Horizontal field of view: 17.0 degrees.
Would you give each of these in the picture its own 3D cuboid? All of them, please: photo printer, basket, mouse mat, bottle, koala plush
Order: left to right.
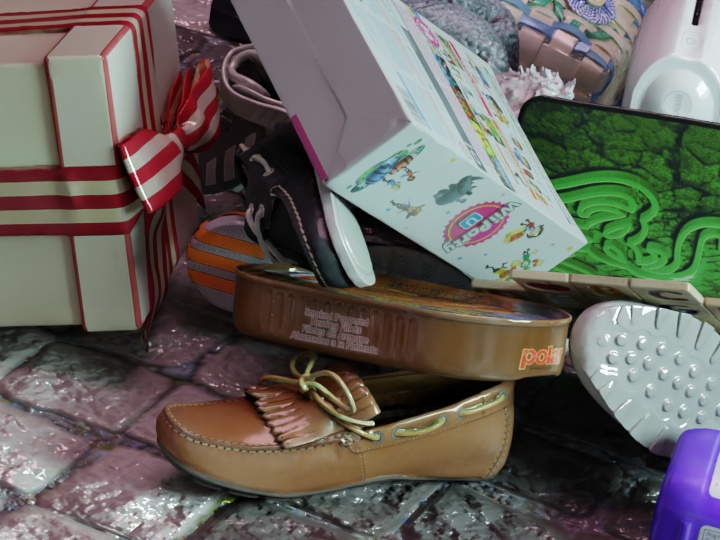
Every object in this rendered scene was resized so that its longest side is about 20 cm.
[{"bbox_3d":[0.057,-0.094,1.540,0.184,0.177,0.200,2,31,-34],"label":"koala plush"},{"bbox_3d":[0.132,-0.173,1.768,0.176,0.139,0.200,28,26,0],"label":"basket"},{"bbox_3d":[0.183,-0.023,1.463,0.200,0.161,0.008,9,33,1],"label":"mouse mat"},{"bbox_3d":[0.198,-0.081,1.543,0.069,0.200,0.166,12,25,7],"label":"photo printer"},{"bbox_3d":[0.255,0.140,1.258,0.200,0.065,0.084,14,26,10],"label":"bottle"}]

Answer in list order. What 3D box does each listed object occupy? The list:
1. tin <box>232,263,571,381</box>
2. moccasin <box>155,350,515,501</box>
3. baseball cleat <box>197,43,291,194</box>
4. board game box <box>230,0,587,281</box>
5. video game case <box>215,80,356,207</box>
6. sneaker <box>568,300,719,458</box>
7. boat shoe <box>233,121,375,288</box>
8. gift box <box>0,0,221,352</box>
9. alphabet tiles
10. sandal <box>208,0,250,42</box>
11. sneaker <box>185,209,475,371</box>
[{"bbox_3d":[0.019,0.027,1.306,0.200,0.042,0.112,11,3,36],"label":"tin"},{"bbox_3d":[-0.010,0.078,1.284,0.201,0.078,0.074,1,27,-17],"label":"moccasin"},{"bbox_3d":[-0.071,-0.099,1.491,0.200,0.106,0.070,-7,53,39],"label":"baseball cleat"},{"bbox_3d":[0.029,-0.083,1.345,0.200,0.064,0.148,29,29,-51],"label":"board game box"},{"bbox_3d":[-0.005,-0.090,1.703,0.200,0.022,0.182,-1,27,-19],"label":"video game case"},{"bbox_3d":[0.178,0.063,1.345,0.200,0.076,0.080,26,4,-38],"label":"sneaker"},{"bbox_3d":[-0.035,-0.030,1.330,0.060,0.076,0.200,-21,16,1],"label":"boat shoe"},{"bbox_3d":[-0.181,-0.059,1.402,0.187,0.200,0.185,-3,27,11],"label":"gift box"},{"bbox_3d":[0.160,0.029,1.368,0.166,0.006,0.200,5,-12,22],"label":"alphabet tiles"},{"bbox_3d":[-0.071,-0.237,1.959,0.076,0.043,0.200,10,25,2],"label":"sandal"},{"bbox_3d":[0.000,0.000,1.454,0.200,0.078,0.112,21,17,4],"label":"sneaker"}]
